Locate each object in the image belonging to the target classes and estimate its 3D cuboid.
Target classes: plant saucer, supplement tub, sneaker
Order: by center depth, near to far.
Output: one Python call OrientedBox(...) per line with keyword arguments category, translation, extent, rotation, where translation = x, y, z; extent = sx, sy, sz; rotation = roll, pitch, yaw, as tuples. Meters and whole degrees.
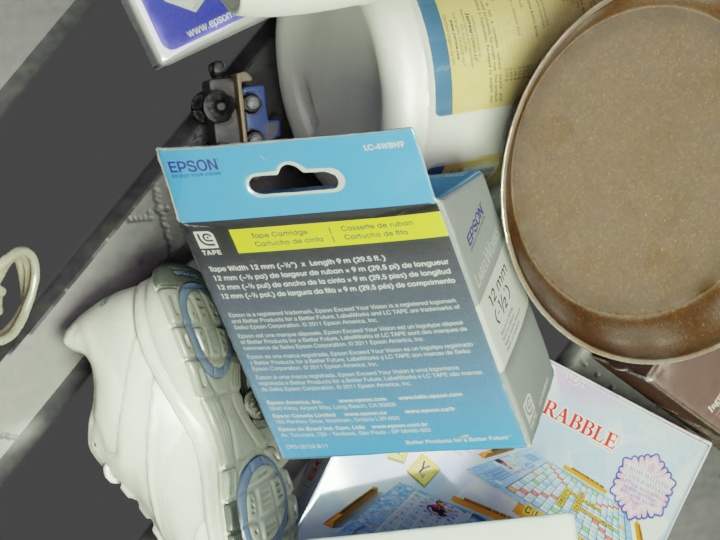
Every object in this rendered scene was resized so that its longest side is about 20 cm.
OrientedBox(category="plant saucer", translation=(0.153, -0.053, 1.287), extent=(0.200, 0.034, 0.201), rotation=(-6, 104, -24))
OrientedBox(category="supplement tub", translation=(0.071, -0.117, 1.334), extent=(0.200, 0.145, 0.145), rotation=(-11, 93, -26))
OrientedBox(category="sneaker", translation=(-0.094, 0.100, 1.334), extent=(0.087, 0.074, 0.200), rotation=(-19, 85, 26))

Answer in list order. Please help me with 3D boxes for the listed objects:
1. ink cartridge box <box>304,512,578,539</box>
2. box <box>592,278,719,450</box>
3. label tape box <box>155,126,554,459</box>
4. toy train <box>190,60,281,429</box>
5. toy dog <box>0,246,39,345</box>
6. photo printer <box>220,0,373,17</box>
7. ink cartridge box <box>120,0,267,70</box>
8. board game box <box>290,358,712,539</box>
OrientedBox(category="ink cartridge box", translation=(0.046, 0.231, 1.258), extent=(0.145, 0.083, 0.200), rotation=(-6, 69, -2))
OrientedBox(category="box", translation=(0.237, 0.081, 1.411), extent=(0.200, 0.100, 0.075), rotation=(34, 88, -14))
OrientedBox(category="label tape box", translation=(0.000, 0.000, 1.266), extent=(0.066, 0.143, 0.200), rotation=(-64, 141, -48))
OrientedBox(category="toy train", translation=(-0.056, -0.014, 1.364), extent=(0.046, 0.034, 0.201), rotation=(-9, 93, -19))
OrientedBox(category="toy dog", translation=(-0.250, 0.059, 1.282), extent=(0.096, 0.132, 0.200), rotation=(11, 81, 23))
OrientedBox(category="photo printer", translation=(-0.017, -0.195, 1.246), extent=(0.166, 0.200, 0.070), rotation=(-16, 125, -13))
OrientedBox(category="ink cartridge box", translation=(-0.065, -0.238, 1.356), extent=(0.197, 0.047, 0.200), rotation=(-26, 96, -13))
OrientedBox(category="board game box", translation=(0.065, 0.140, 1.395), extent=(0.200, 0.041, 0.200), rotation=(28, 84, -14))
